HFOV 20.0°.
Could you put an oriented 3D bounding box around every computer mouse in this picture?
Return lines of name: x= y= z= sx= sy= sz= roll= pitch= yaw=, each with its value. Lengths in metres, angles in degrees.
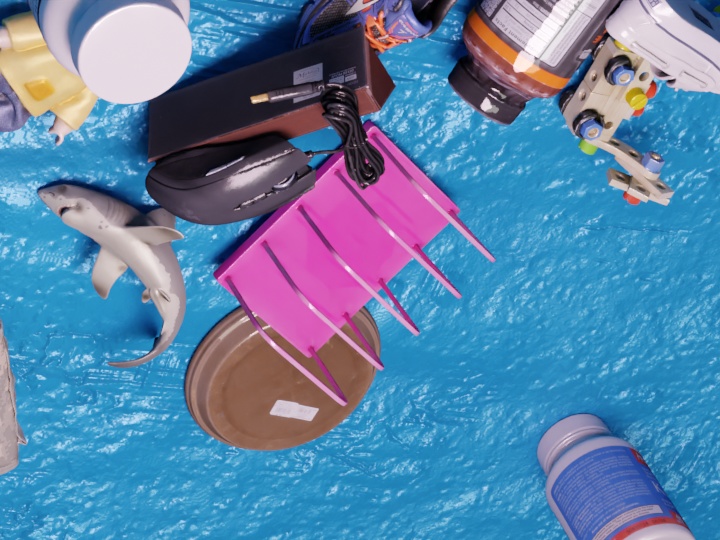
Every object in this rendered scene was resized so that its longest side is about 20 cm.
computer mouse: x=-0.085 y=-0.089 z=1.658 sx=0.200 sy=0.046 sz=0.140 roll=-9 pitch=145 yaw=5

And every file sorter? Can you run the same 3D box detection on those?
file sorter: x=0.000 y=0.000 z=1.829 sx=0.200 sy=0.125 sz=0.139 roll=-44 pitch=127 yaw=5

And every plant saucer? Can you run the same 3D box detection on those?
plant saucer: x=-0.070 y=0.102 z=1.969 sx=0.200 sy=0.029 sz=0.200 roll=-14 pitch=132 yaw=-16

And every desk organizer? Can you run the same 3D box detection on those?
desk organizer: x=-0.072 y=-0.125 z=1.709 sx=0.200 sy=0.072 sz=0.077 roll=-17 pitch=139 yaw=17

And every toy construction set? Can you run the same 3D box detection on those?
toy construction set: x=0.263 y=-0.160 z=1.873 sx=0.131 sy=0.092 sz=0.200 roll=8 pitch=112 yaw=-30

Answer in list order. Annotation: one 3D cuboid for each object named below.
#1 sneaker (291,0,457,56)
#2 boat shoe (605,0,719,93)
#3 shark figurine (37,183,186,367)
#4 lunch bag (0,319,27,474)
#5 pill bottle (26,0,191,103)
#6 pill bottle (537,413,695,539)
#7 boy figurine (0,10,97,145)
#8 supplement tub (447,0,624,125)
sneaker: x=0.022 y=-0.218 z=1.711 sx=0.200 sy=0.078 sz=0.075 roll=-42 pitch=131 yaw=15
boat shoe: x=0.280 y=-0.190 z=1.766 sx=0.065 sy=0.074 sz=0.200 roll=-37 pitch=138 yaw=22
shark figurine: x=-0.181 y=-0.006 z=1.799 sx=0.128 sy=0.090 sz=0.215 roll=-4 pitch=129 yaw=23
lunch bag: x=-0.395 y=0.113 z=1.765 sx=0.200 sy=0.118 sz=0.164 roll=-9 pitch=129 yaw=-12
pill bottle: x=-0.194 y=-0.213 z=1.531 sx=0.113 sy=0.200 sz=0.113 roll=-13 pitch=132 yaw=-15
pill bottle: x=0.259 y=0.243 z=2.120 sx=0.112 sy=0.200 sz=0.112 roll=-13 pitch=132 yaw=-15
boy figurine: x=-0.253 y=-0.155 z=1.648 sx=0.200 sy=0.064 sz=0.124 roll=-23 pitch=131 yaw=-2
supplement tub: x=0.159 y=-0.223 z=1.754 sx=0.107 sy=0.107 sz=0.200 roll=20 pitch=117 yaw=-36
